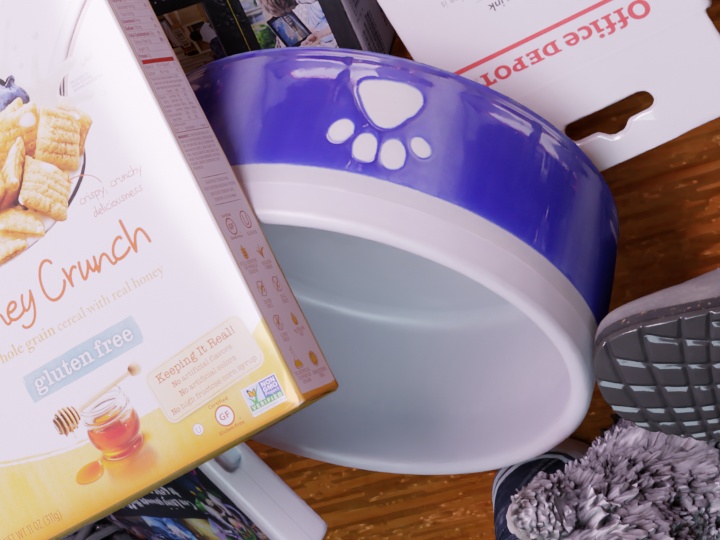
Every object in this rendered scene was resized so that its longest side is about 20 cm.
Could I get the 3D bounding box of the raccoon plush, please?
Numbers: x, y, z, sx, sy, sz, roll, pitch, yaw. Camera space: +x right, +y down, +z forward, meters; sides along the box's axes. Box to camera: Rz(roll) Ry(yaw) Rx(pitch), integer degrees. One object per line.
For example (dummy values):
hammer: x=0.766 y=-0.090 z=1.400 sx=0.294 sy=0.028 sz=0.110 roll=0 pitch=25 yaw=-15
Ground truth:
raccoon plush: x=0.123 y=0.056 z=1.166 sx=0.096 sy=0.134 sz=0.201 roll=14 pitch=87 yaw=24

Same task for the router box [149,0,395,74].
router box: x=-0.092 y=-0.147 z=1.175 sx=0.148 sy=0.051 sz=0.201 roll=-15 pitch=116 yaw=18

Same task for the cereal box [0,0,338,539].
cereal box: x=-0.113 y=-0.013 z=1.086 sx=0.143 sy=0.039 sz=0.201 roll=-29 pitch=85 yaw=24

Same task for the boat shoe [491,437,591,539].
boat shoe: x=0.145 y=0.149 z=1.288 sx=0.199 sy=0.091 sz=0.071 roll=23 pitch=120 yaw=-6

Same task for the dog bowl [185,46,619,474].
dog bowl: x=0.000 y=0.000 z=1.170 sx=0.199 sy=0.079 sz=0.200 roll=11 pitch=151 yaw=6

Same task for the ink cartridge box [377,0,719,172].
ink cartridge box: x=0.060 y=-0.138 z=1.150 sx=0.115 sy=0.068 sz=0.201 roll=-24 pitch=114 yaw=21

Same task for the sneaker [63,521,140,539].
sneaker: x=-0.150 y=0.119 z=1.289 sx=0.199 sy=0.080 sz=0.087 roll=5 pitch=113 yaw=37

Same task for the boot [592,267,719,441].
boot: x=0.175 y=-0.011 z=1.160 sx=0.199 sy=0.131 sz=0.068 roll=-14 pitch=131 yaw=-3

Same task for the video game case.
video game case: x=-0.120 y=0.052 z=1.237 sx=0.182 sy=0.023 sz=0.200 roll=47 pitch=158 yaw=-17
